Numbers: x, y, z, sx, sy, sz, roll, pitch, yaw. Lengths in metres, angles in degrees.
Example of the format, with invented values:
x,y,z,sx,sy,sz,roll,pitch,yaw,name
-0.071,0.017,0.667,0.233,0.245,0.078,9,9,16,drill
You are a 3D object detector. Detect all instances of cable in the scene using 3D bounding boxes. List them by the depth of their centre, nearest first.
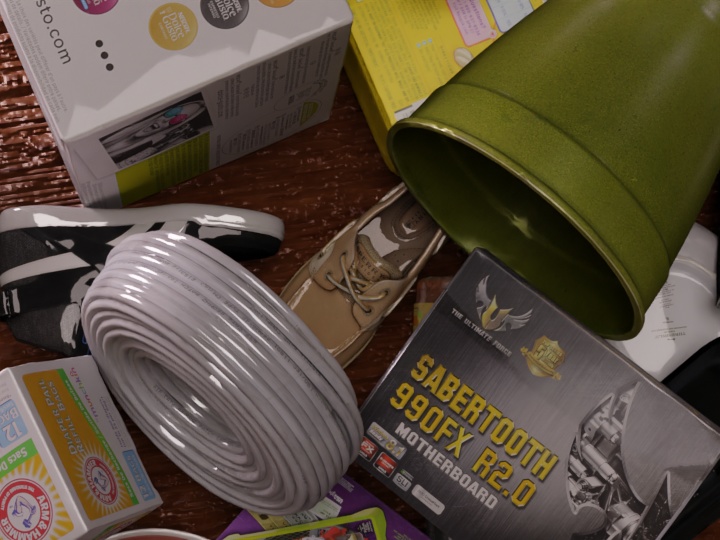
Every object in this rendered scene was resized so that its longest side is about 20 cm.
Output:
x,y,z,sx,sy,sz,roll,pitch,yaw,name
-0.090,0.065,0.936,0.069,0.199,0.201,-48,122,-25,cable

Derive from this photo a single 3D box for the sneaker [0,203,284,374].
x,y,z,sx,sy,sz,roll,pitch,yaw,name
-0.150,0.015,1.040,0.197,0.073,0.113,0,82,4,sneaker

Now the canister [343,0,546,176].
x,y,z,sx,sy,sz,roll,pitch,yaw,name
0.090,-0.169,1.084,0.198,0.087,0.150,-22,81,-7,canister

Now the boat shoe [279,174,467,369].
x,y,z,sx,sy,sz,roll,pitch,yaw,name
0.000,0.000,1.052,0.071,0.065,0.200,39,78,4,boat shoe

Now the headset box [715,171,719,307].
x,y,z,sx,sy,sz,roll,pitch,yaw,name
0.336,-0.034,1.020,0.172,0.093,0.201,19,40,0,headset box

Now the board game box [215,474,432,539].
x,y,z,sx,sy,sz,roll,pitch,yaw,name
0.000,0.214,0.981,0.199,0.032,0.120,35,61,22,board game box

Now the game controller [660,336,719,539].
x,y,z,sx,sy,sz,roll,pitch,yaw,name
0.207,0.128,1.004,0.104,0.042,0.200,43,107,-14,game controller

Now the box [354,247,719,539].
x,y,z,sx,sy,sz,roll,pitch,yaw,name
0.109,0.108,0.965,0.199,0.048,0.159,38,99,12,box

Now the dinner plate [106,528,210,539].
x,y,z,sx,sy,sz,roll,pitch,yaw,name
-0.139,0.274,1.006,0.197,0.024,0.203,1,78,-5,dinner plate

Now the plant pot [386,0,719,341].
x,y,z,sx,sy,sz,roll,pitch,yaw,name
0.153,-0.094,0.963,0.200,0.200,0.193,39,78,4,plant pot

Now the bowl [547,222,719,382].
x,y,z,sx,sy,sz,roll,pitch,yaw,name
0.204,0.046,1.046,0.198,0.090,0.204,1,79,-5,bowl

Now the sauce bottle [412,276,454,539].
x,y,z,sx,sy,sz,roll,pitch,yaw,name
0.064,0.106,1.033,0.065,0.066,0.203,4,84,-3,sauce bottle

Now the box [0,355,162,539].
x,y,z,sx,sy,sz,roll,pitch,yaw,name
-0.242,0.150,0.946,0.199,0.101,0.113,-32,81,16,box

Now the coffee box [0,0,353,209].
x,y,z,sx,sy,sz,roll,pitch,yaw,name
-0.136,-0.181,1.011,0.196,0.200,0.201,-24,81,-9,coffee box
